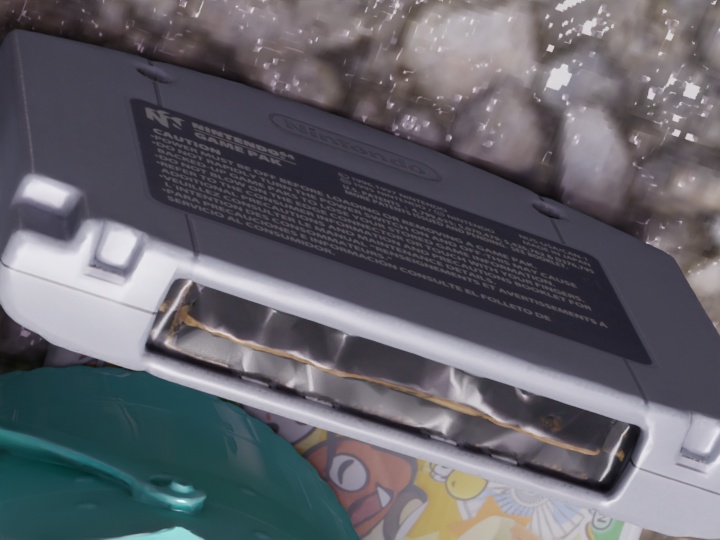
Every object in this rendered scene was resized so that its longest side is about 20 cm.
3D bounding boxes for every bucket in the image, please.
[{"bbox_3d":[-0.075,0.130,0.710,0.207,0.135,0.207,-2,111,-7],"label":"bucket"}]

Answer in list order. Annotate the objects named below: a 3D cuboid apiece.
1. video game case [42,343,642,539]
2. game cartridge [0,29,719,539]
[{"bbox_3d":[-0.017,0.096,0.795,0.182,0.023,0.200,12,110,-16],"label":"video game case"},{"bbox_3d":[0.000,0.000,0.697,0.200,0.133,0.042,18,107,-17],"label":"game cartridge"}]
